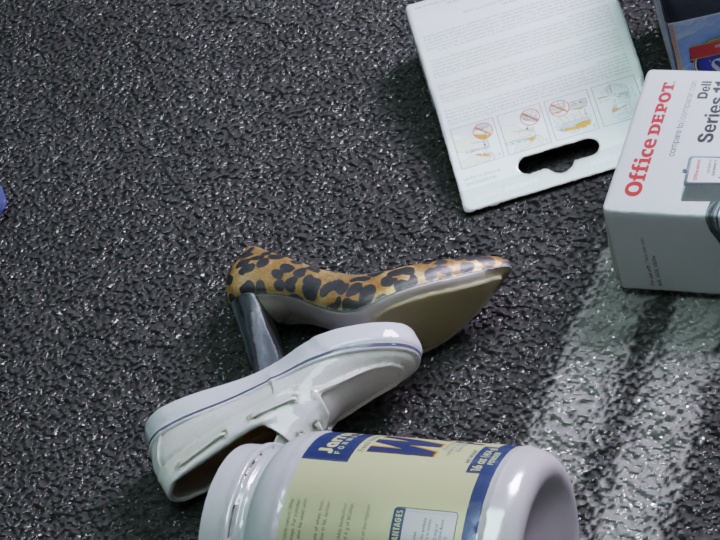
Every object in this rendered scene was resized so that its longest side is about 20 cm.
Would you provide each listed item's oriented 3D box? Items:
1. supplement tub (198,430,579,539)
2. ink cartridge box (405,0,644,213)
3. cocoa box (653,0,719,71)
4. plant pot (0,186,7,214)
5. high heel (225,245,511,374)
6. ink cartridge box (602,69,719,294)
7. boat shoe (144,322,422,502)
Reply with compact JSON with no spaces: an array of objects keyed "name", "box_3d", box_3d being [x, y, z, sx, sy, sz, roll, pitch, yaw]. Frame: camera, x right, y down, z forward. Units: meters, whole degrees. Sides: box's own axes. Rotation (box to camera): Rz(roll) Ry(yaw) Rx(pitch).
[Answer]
[{"name":"supplement tub","box_3d":[0.018,0.171,1.258,0.200,0.145,0.145,3,48,23]},{"name":"ink cartridge box","box_3d":[0.135,-0.139,1.609,0.162,0.050,0.200,-17,61,4]},{"name":"cocoa box","box_3d":[0.311,-0.227,1.540,0.200,0.131,0.133,-13,35,8]},{"name":"plant pot","box_3d":[-0.433,-0.073,1.643,0.180,0.200,0.200,15,54,41]},{"name":"high heel","box_3d":[0.000,0.000,1.488,0.200,0.071,0.143,-24,45,5]},{"name":"ink cartridge box","box_3d":[0.278,-0.059,1.430,0.200,0.083,0.147,3,49,23]},{"name":"boat shoe","box_3d":[-0.047,0.100,1.413,0.200,0.071,0.070,-21,53,3]}]
